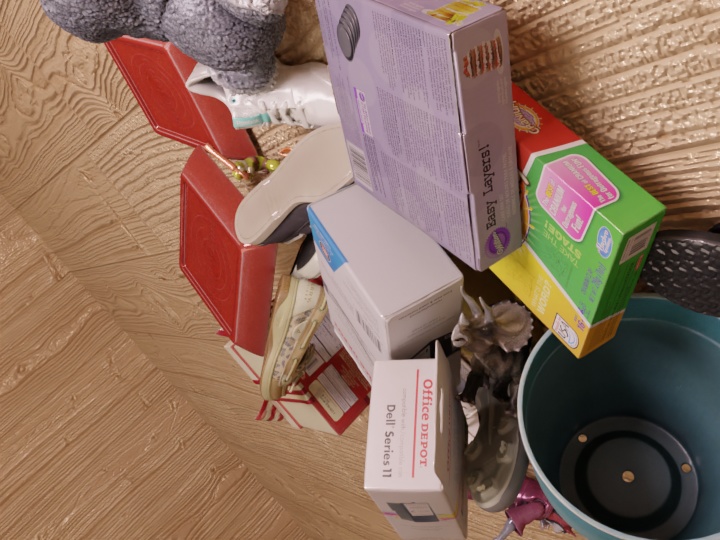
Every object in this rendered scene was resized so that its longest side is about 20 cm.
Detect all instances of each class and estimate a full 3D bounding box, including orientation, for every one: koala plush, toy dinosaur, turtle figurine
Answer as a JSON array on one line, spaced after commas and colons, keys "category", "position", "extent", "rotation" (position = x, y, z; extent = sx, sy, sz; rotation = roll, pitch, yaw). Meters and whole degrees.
[{"category": "koala plush", "position": [-0.153, -0.244, 0.715], "extent": [0.200, 0.184, 0.177], "rotation": [33, 157, -3]}, {"category": "toy dinosaur", "position": [0.126, 0.067, 0.724], "extent": [0.077, 0.102, 0.200], "rotation": [17, -172, 14]}, {"category": "turtle figurine", "position": [-0.074, -0.098, 0.917], "extent": [0.200, 0.065, 0.161], "rotation": [15, 162, -3]}]

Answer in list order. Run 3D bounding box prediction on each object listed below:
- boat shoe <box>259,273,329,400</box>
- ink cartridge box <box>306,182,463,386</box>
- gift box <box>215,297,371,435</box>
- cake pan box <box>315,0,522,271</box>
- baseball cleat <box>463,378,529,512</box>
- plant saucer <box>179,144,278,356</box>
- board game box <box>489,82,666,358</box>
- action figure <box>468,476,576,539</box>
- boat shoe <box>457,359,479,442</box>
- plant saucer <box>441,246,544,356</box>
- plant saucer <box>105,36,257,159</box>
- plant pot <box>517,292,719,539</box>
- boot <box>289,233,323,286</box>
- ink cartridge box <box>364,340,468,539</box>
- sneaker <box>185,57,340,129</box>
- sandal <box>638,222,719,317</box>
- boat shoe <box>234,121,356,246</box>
[{"category": "boat shoe", "position": [-0.077, 0.087, 0.934], "extent": [0.063, 0.073, 0.200], "rotation": [10, 139, -6]}, {"category": "ink cartridge box", "position": [0.027, 0.030, 0.781], "extent": [0.145, 0.084, 0.200], "rotation": [54, 164, 32]}, {"category": "gift box", "position": [-0.077, 0.115, 1.127], "extent": [0.185, 0.200, 0.187], "rotation": [56, 156, -12]}, {"category": "cake pan box", "position": [0.043, -0.117, 0.619], "extent": [0.184, 0.052, 0.200], "rotation": [42, 152, 49]}, {"category": "baseball cleat", "position": [0.149, 0.163, 0.769], "extent": [0.070, 0.200, 0.106], "rotation": [-38, 109, 28]}, {"category": "plant saucer", "position": [-0.173, -0.019, 0.997], "extent": [0.200, 0.037, 0.200], "rotation": [48, 142, 34]}, {"category": "board game box", "position": [0.129, -0.050, 0.627], "extent": [0.200, 0.040, 0.153], "rotation": [49, 157, 32]}, {"category": "action figure", "position": [0.213, 0.294, 1.105], "extent": [0.200, 0.134, 0.149], "rotation": [18, 104, 26]}, {"category": "boat shoe", "position": [0.125, 0.157, 1.010], "extent": [0.200, 0.071, 0.069], "rotation": [47, 158, -1]}, {"category": "plant saucer", "position": [0.104, 0.010, 0.835], "extent": [0.200, 0.048, 0.200], "rotation": [22, 148, 43]}, {"category": "plant saucer", "position": [-0.235, -0.227, 1.003], "extent": [0.200, 0.037, 0.200], "rotation": [23, 149, 40]}, {"category": "plant pot", "position": [0.236, 0.151, 0.685], "extent": [0.200, 0.200, 0.188], "rotation": [32, 161, 27]}, {"category": "boot", "position": [0.000, 0.000, 0.921], "extent": [0.144, 0.073, 0.200], "rotation": [21, 169, -6]}, {"category": "ink cartridge box", "position": [0.050, 0.152, 0.707], "extent": [0.067, 0.117, 0.200], "rotation": [-3, 147, 13]}, {"category": "sneaker", "position": [-0.085, -0.166, 0.805], "extent": [0.200, 0.089, 0.075], "rotation": [27, 150, 26]}, {"category": "sandal", "position": [0.282, -0.003, 0.535], "extent": [0.200, 0.048, 0.075], "rotation": [4, 134, 39]}, {"category": "boat shoe", "position": [-0.044, -0.082, 0.806], "extent": [0.200, 0.063, 0.073], "rotation": [-31, 62, 37]}]
